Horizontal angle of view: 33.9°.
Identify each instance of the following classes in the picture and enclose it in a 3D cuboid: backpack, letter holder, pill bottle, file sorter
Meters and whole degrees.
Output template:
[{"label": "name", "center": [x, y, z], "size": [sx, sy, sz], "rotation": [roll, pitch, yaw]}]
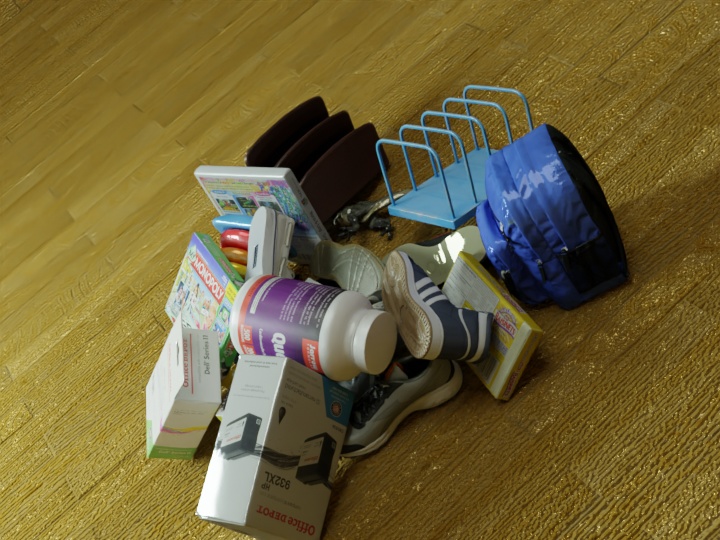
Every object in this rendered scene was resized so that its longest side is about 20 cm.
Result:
[{"label": "backpack", "center": [0.230, -0.065, 1.483], "size": [0.167, 0.201, 0.163], "rotation": [-28, 38, 8]}, {"label": "letter holder", "center": [-0.068, -0.177, 1.842], "size": [0.100, 0.143, 0.200], "rotation": [2, 35, 42]}, {"label": "pill bottle", "center": [-0.059, 0.073, 1.475], "size": [0.198, 0.113, 0.113], "rotation": [10, 54, 32]}, {"label": "file sorter", "center": [0.141, -0.168, 1.683], "size": [0.199, 0.124, 0.138], "rotation": [-34, 31, -31]}]

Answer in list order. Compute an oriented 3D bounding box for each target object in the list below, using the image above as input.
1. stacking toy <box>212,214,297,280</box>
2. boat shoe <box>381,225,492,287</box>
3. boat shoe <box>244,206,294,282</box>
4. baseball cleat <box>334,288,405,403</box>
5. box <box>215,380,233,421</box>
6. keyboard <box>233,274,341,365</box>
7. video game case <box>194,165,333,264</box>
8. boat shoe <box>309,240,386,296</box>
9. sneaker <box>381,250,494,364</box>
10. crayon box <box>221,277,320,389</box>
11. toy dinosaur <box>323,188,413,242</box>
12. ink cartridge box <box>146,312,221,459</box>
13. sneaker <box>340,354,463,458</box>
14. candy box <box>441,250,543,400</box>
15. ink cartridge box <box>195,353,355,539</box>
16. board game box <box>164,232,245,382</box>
[{"label": "stacking toy", "center": [-0.183, 0.028, 1.758], "size": [0.115, 0.110, 0.202], "rotation": [7, 67, 29]}, {"label": "boat shoe", "center": [0.110, -0.011, 1.637], "size": [0.200, 0.063, 0.074], "rotation": [-21, 78, 36]}, {"label": "boat shoe", "center": [-0.125, 0.011, 1.676], "size": [0.071, 0.069, 0.202], "rotation": [-30, 51, 52]}, {"label": "baseball cleat", "center": [0.006, 0.098, 1.554], "size": [0.069, 0.107, 0.200], "rotation": [23, 66, 43]}, {"label": "box", "center": [-0.115, 0.124, 1.575], "size": [0.075, 0.050, 0.201], "rotation": [1, 53, 33]}, {"label": "keyboard", "center": [-0.114, 0.062, 1.758], "size": [0.199, 0.021, 0.128], "rotation": [-30, 42, 4]}, {"label": "video game case", "center": [-0.141, -0.084, 1.802], "size": [0.199, 0.183, 0.024], "rotation": [6, 48, 41]}, {"label": "boat shoe", "center": [-0.001, 0.001, 1.661], "size": [0.200, 0.066, 0.072], "rotation": [20, 96, 57]}, {"label": "sneaker", "center": [0.098, 0.049, 1.478], "size": [0.201, 0.107, 0.071], "rotation": [-114, 38, -54]}, {"label": "crayon box", "center": [-0.086, 0.116, 1.639], "size": [0.125, 0.052, 0.200], "rotation": [24, 68, 44]}, {"label": "toy dinosaur", "center": [0.011, -0.080, 1.800], "size": [0.198, 0.048, 0.088], "rotation": [-19, 33, 15]}, {"label": "ink cartridge box", "center": [-0.236, 0.157, 1.594], "size": [0.200, 0.067, 0.118], "rotation": [121, 149, -47]}, {"label": "sneaker", "center": [0.031, 0.160, 1.490], "size": [0.199, 0.080, 0.074], "rotation": [-36, 39, 1]}, {"label": "candy box", "center": [0.155, 0.067, 1.500], "size": [0.103, 0.026, 0.200], "rotation": [-64, 32, 19]}, {"label": "ink cartridge box", "center": [-0.099, 0.219, 1.422], "size": [0.083, 0.145, 0.202], "rotation": [1, 68, 37]}, {"label": "board game box", "center": [-0.218, 0.050, 1.703], "size": [0.200, 0.029, 0.136], "rotation": [47, 119, 50]}]
